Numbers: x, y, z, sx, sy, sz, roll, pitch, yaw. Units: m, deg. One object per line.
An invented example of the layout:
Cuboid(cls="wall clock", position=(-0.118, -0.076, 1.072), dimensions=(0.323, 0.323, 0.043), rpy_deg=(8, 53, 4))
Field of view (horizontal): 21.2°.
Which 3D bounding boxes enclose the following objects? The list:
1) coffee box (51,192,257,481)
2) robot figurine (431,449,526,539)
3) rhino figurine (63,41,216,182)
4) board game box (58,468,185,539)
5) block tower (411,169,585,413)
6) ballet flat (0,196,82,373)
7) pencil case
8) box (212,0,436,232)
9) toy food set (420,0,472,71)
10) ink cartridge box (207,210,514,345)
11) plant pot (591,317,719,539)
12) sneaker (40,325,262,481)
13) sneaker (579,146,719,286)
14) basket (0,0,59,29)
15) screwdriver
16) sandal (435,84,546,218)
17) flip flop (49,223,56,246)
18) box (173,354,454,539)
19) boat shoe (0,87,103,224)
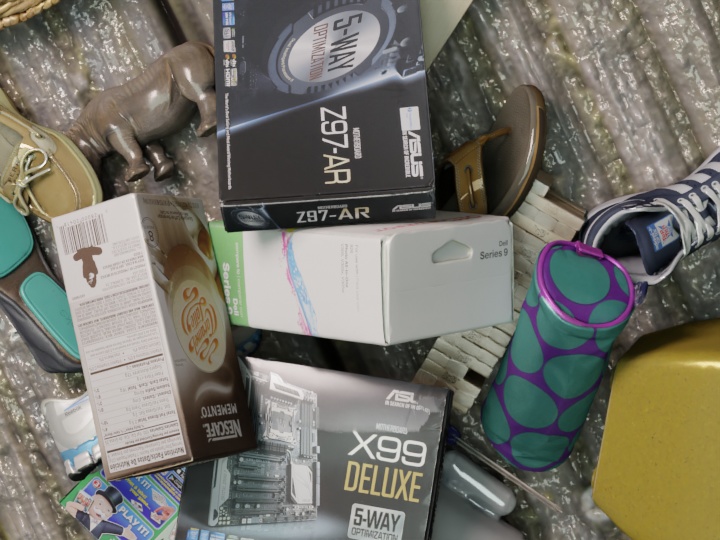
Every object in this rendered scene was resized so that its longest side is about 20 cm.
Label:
Cuboid(cls="coffee box", position=(-0.154, 0.050, 1.454), dimensions=(0.079, 0.114, 0.201), rpy_deg=(-15, 84, 22))
Cuboid(cls="robot figurine", position=(0.057, 0.233, 1.578), dimensions=(0.199, 0.113, 0.170), rpy_deg=(33, 94, 2))
Cuboid(cls="rhino figurine", position=(-0.186, -0.115, 1.582), dimensions=(0.199, 0.060, 0.088), rpy_deg=(-29, 75, 14))
Cuboid(cls="board game box", position=(-0.142, 0.221, 1.653), dimensions=(0.200, 0.029, 0.135), rpy_deg=(45, 103, 0))
Cuboid(cls="block tower", position=(0.114, 0.019, 1.561), dimensions=(0.058, 0.054, 0.201), rpy_deg=(29, 104, 2))
Cuboid(cls="ballet flat", position=(-0.295, 0.006, 1.621), dimensions=(0.073, 0.073, 0.201), rpy_deg=(-33, 99, 13))
Cuboid(cls="pencil case", position=(0.152, 0.067, 1.493), dimensions=(0.085, 0.093, 0.201), rpy_deg=(23, 139, 6))
Cuboid(cls="box", position=(-0.029, -0.130, 1.444), dimensions=(0.159, 0.044, 0.201), rpy_deg=(-3, 64, 1))
Cuboid(cls="toy food set", position=(-0.002, -0.209, 1.538), dimensions=(0.143, 0.060, 0.201), rpy_deg=(32, 100, -7))
Cuboid(cls="ink cartridge box", position=(0.000, 0.000, 1.484), dimensions=(0.199, 0.145, 0.088), rpy_deg=(3, 99, 46))
Cuboid(cls="plant pot", position=(0.290, 0.133, 1.489), dimensions=(0.199, 0.194, 0.197), rpy_deg=(13, 103, 16))
Cuboid(cls="sneaker", position=(-0.175, 0.084, 1.592), dimensions=(0.199, 0.075, 0.087), rpy_deg=(-32, 81, -12))
Cuboid(cls="sneaker", position=(0.262, -0.046, 1.496), dimensions=(0.199, 0.109, 0.070), rpy_deg=(-24, 96, 13))
Cuboid(cls="basket", position=(-0.298, -0.293, 1.561), dimensions=(0.199, 0.150, 0.143), rpy_deg=(-21, 129, 12))
Cuboid(cls="screwdriver", position=(0.091, 0.145, 1.556), dimensions=(0.199, 0.029, 0.028), rpy_deg=(32, 92, 32))
Cuboid(cls="sandal", position=(0.081, -0.063, 1.536), dimensions=(0.054, 0.082, 0.200), rpy_deg=(25, 114, -31))
Cuboid(cls="flip flop", position=(-0.193, 0.009, 1.566), dimensions=(0.200, 0.057, 0.082), rpy_deg=(34, 131, 30))
Cuboid(cls="box", position=(-0.035, 0.156, 1.513), dimensions=(0.199, 0.050, 0.159), rpy_deg=(9, 85, 10))
Cuboid(cls="boat shoe", position=(-0.291, -0.098, 1.569), dimensions=(0.201, 0.063, 0.073), rpy_deg=(44, 120, 21))
